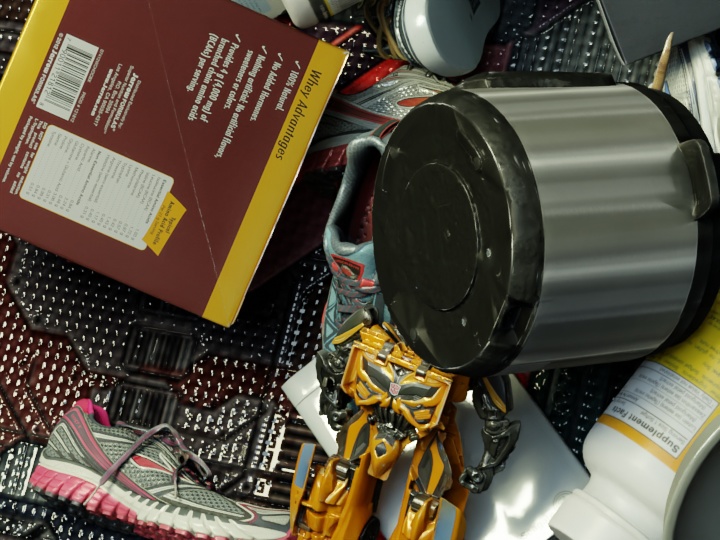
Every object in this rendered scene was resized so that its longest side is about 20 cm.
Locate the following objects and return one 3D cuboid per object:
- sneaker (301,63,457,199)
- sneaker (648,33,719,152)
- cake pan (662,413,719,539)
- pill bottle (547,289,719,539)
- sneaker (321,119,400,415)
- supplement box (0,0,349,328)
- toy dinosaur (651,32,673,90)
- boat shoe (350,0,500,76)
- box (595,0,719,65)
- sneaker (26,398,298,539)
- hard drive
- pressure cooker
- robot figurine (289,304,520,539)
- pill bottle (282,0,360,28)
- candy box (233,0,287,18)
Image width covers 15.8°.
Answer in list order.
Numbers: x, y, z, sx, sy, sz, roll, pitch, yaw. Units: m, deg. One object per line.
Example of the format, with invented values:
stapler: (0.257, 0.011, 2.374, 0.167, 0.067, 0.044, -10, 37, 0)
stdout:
sneaker: (0.053, -0.107, 1.755, 0.198, 0.078, 0.083, -7, 68, 14)
sneaker: (0.208, -0.092, 1.706, 0.085, 0.077, 0.201, -18, 67, 15)
cake pan: (0.267, 0.151, 1.558, 0.200, 0.200, 0.037, -42, 24, -1)
pill bottle: (0.209, 0.105, 1.613, 0.111, 0.111, 0.200, 36, 83, 24)
sneaker: (0.000, 0.000, 1.680, 0.079, 0.095, 0.202, 9, 93, 27)
supplement box: (-0.141, -0.094, 1.719, 0.199, 0.133, 0.198, 23, 90, -8)
toy dinosaur: (0.138, -0.062, 1.684, 0.199, 0.106, 0.061, -22, 33, 24)
boat shoe: (0.033, -0.163, 1.733, 0.090, 0.200, 0.071, -15, 102, 17)
box: (0.232, -0.251, 1.693, 0.199, 0.105, 0.183, -21, 32, 9)
sneaker: (-0.127, 0.142, 1.722, 0.199, 0.081, 0.075, 17, 75, 22)
hard drive: (0.054, 0.114, 1.706, 0.132, 0.027, 0.200, -37, 66, 2)
pressure cooker: (0.126, -0.026, 1.574, 0.176, 0.199, 0.180, 45, 132, 49)
robot figurine: (0.021, 0.123, 1.635, 0.144, 0.058, 0.201, 20, 109, 23)
pill bottle: (0.023, -0.248, 1.670, 0.199, 0.111, 0.112, -27, 66, 0)
candy box: (-0.036, -0.280, 1.830, 0.199, 0.072, 0.169, -22, 55, 8)
